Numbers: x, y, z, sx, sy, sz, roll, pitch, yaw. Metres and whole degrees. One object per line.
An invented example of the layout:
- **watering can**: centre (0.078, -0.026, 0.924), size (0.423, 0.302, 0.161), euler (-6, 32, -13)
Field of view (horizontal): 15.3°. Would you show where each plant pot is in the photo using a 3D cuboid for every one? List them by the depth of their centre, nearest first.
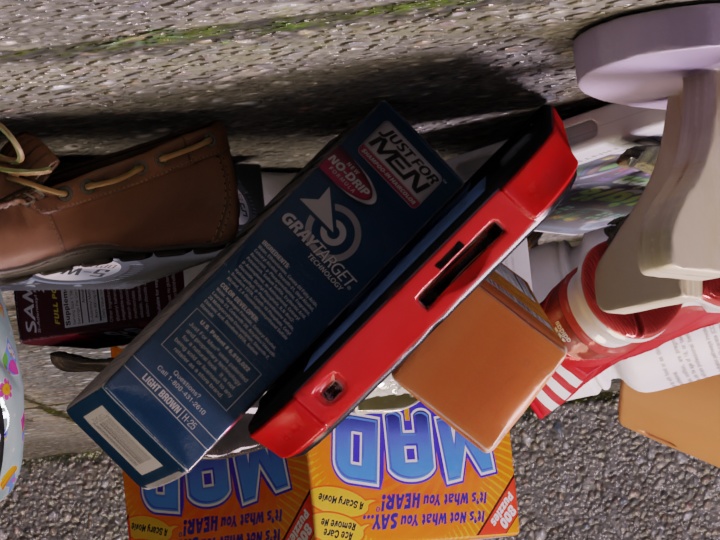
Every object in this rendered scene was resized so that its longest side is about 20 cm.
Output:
- **plant pot**: centre (0.262, 0.053, 1.893), size (0.140, 0.201, 0.200), euler (10, 175, 10)

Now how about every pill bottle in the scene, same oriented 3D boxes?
- **pill bottle**: centre (0.200, 0.008, 1.605), size (0.200, 0.114, 0.113), euler (-17, 171, 11)

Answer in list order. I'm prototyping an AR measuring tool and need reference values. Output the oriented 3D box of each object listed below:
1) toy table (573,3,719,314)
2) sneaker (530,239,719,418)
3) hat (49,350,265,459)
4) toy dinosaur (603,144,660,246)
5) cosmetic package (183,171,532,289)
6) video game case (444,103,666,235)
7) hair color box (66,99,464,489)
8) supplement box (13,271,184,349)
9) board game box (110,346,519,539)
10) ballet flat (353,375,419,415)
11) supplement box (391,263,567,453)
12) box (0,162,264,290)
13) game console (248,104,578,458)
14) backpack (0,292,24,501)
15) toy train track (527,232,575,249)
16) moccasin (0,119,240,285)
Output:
- **toy table**: centre (0.183, -0.051, 1.224), size (0.200, 0.117, 0.184), euler (1, 170, -38)
- **sneaker**: centre (0.143, 0.019, 1.484), size (0.115, 0.078, 0.200), euler (-35, 165, 36)
- **hat**: centre (-0.095, 0.080, 1.671), size (0.200, 0.081, 0.201), euler (-6, 177, 0)
- **toy dinosaur**: centre (0.172, -0.039, 1.392), size (0.200, 0.048, 0.088), euler (1, 150, -44)
- **cosmetic package**: centre (0.000, 0.000, 1.518), size (0.200, 0.102, 0.071), euler (0, 171, -37)
- **video game case**: centre (0.140, -0.056, 1.447), size (0.182, 0.023, 0.200), euler (-17, 168, 33)
- **hair color box**: centre (-0.047, 0.013, 1.299), size (0.200, 0.061, 0.100), euler (-47, -174, -18)
- **supplement box**: centre (-0.100, 0.006, 1.637), size (0.200, 0.061, 0.109), euler (-8, 174, 20)
- **board game box**: centre (-0.035, 0.103, 1.905), size (0.200, 0.200, 0.200), euler (0, 171, -44)
- **ballet flat**: centre (-0.004, 0.061, 1.591), size (0.200, 0.072, 0.072), euler (-4, 173, -37)
- **supplement box**: centre (0.053, 0.030, 1.361), size (0.069, 0.067, 0.200), euler (37, -175, -5)
- **box**: centre (-0.174, -0.022, 1.416), size (0.200, 0.044, 0.160), euler (-1, 171, -34)
- **game console**: centre (0.025, 0.001, 1.283), size (0.200, 0.031, 0.177), euler (-45, -172, 9)
- **backpack**: centre (-0.258, 0.066, 1.545), size (0.126, 0.167, 0.200), euler (0, -162, -11)
- **toy train track**: centre (0.094, -0.029, 1.662), size (0.114, 0.033, 0.200), euler (-5, 165, -10)
- **moccasin**: centre (-0.155, -0.035, 1.255), size (0.201, 0.078, 0.074), euler (-9, -171, -13)
